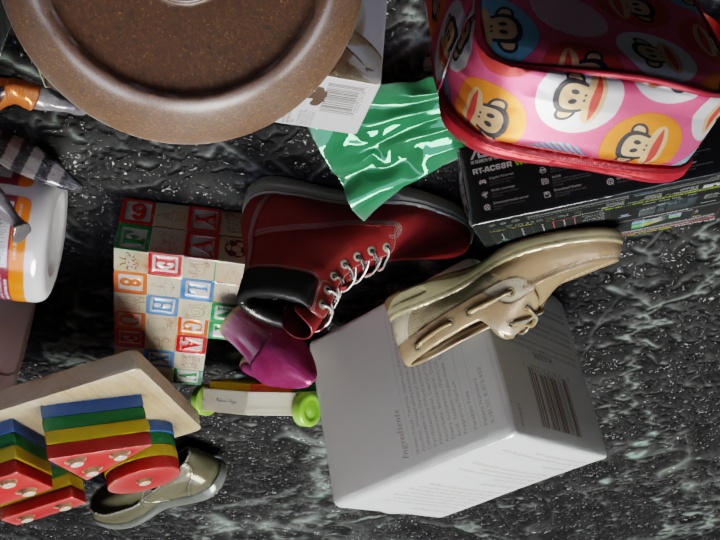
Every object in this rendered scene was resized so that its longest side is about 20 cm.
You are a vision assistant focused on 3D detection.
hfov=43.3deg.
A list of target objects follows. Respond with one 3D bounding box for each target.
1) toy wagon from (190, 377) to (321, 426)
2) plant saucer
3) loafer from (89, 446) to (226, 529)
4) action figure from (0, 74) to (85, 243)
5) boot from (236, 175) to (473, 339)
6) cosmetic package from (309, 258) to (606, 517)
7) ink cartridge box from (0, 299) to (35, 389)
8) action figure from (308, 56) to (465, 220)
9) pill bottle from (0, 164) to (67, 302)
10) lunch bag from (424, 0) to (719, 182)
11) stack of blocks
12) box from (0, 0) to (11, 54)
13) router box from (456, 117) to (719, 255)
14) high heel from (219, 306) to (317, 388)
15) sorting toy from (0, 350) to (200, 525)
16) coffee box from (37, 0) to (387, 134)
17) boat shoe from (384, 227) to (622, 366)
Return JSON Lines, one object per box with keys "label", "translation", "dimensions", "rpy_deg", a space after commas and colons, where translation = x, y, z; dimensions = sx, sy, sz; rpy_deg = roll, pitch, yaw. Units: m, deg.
{"label": "toy wagon", "translation": [-0.072, 0.133, 0.948], "dimensions": [0.155, 0.040, 0.200], "rpy_deg": [-1, 176, 38]}
{"label": "plant saucer", "translation": [-0.093, -0.167, 0.478], "dimensions": [0.199, 0.034, 0.201], "rpy_deg": [-1, 101, -7]}
{"label": "loafer", "translation": [-0.261, 0.259, 1.124], "dimensions": [0.199, 0.075, 0.070], "rpy_deg": [-23, 124, 18]}
{"label": "action figure", "translation": [-0.307, -0.081, 0.642], "dimensions": [0.193, 0.201, 0.105], "rpy_deg": [22, 179, 4]}
{"label": "boot", "translation": [0.000, 0.000, 0.745], "dimensions": [0.199, 0.145, 0.073], "rpy_deg": [4, 139, -9]}
{"label": "cosmetic package", "translation": [0.086, 0.119, 0.849], "dimensions": [0.200, 0.167, 0.167], "rpy_deg": [-29, 148, 31]}
{"label": "ink cartridge box", "translation": [-0.415, 0.083, 0.836], "dimensions": [0.145, 0.145, 0.200], "rpy_deg": [29, 132, -32]}
{"label": "action figure", "translation": [0.067, -0.120, 0.669], "dimensions": [0.199, 0.055, 0.118], "rpy_deg": [-21, 136, 13]}
{"label": "pill bottle", "translation": [-0.340, -0.042, 0.710], "dimensions": [0.199, 0.113, 0.113], "rpy_deg": [8, 140, -11]}
{"label": "lunch bag", "translation": [0.131, -0.142, 0.530], "dimensions": [0.175, 0.201, 0.082], "rpy_deg": [7, 136, -9]}
{"label": "stack of blocks", "translation": [-0.167, 0.028, 0.842], "dimensions": [0.115, 0.059, 0.200], "rpy_deg": [7, 140, -10]}
{"label": "box", "translation": [-0.286, -0.222, 0.484], "dimensions": [0.148, 0.125, 0.200], "rpy_deg": [-6, 139, 7]}
{"label": "router box", "translation": [0.183, -0.065, 0.686], "dimensions": [0.199, 0.062, 0.150], "rpy_deg": [-11, 167, 13]}
{"label": "high heel", "translation": [-0.065, 0.089, 0.854], "dimensions": [0.096, 0.067, 0.200], "rpy_deg": [37, 168, 15]}
{"label": "sorting toy", "translation": [-0.257, 0.161, 0.809], "dimensions": [0.198, 0.070, 0.200], "rpy_deg": [-17, 155, -1]}
{"label": "coffee box", "translation": [-0.087, -0.163, 0.554], "dimensions": [0.199, 0.115, 0.080], "rpy_deg": [8, 165, -10]}
{"label": "boat shoe", "translation": [0.116, 0.022, 0.716], "dimensions": [0.199, 0.065, 0.071], "rpy_deg": [-23, 162, 27]}
